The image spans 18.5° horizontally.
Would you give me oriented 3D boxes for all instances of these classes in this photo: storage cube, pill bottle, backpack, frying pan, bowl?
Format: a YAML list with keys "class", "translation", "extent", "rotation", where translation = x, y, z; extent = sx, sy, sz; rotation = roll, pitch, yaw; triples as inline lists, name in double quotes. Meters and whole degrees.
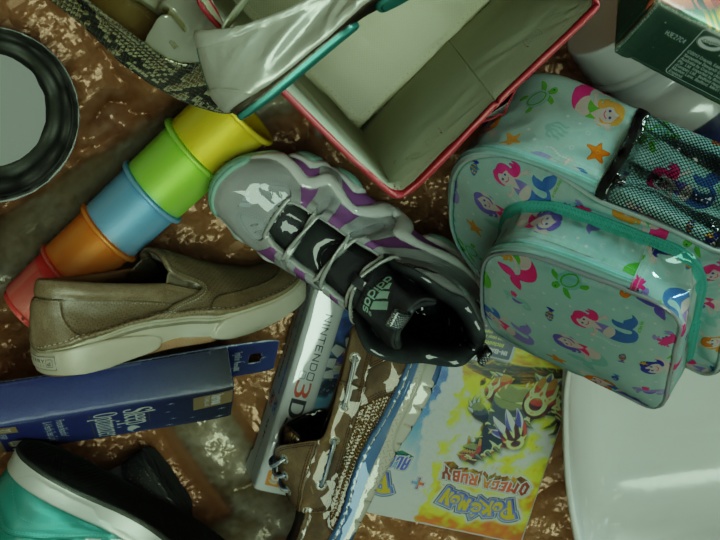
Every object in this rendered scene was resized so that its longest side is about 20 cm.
- class: "storage cube"
  translation: [0.010, -0.180, 1.342]
  extent: [0.171, 0.180, 0.200]
  rotation: [-44, 111, 7]
- class: "pill bottle"
  translation: [0.225, -0.093, 1.440]
  extent: [0.120, 0.120, 0.200]
  rotation: [-37, 111, 5]
- class: "backpack"
  translation: [0.148, -0.022, 1.359]
  extent: [0.200, 0.178, 0.151]
  rotation: [31, 66, 16]
- class: "frying pan"
  translation: [-0.225, -0.066, 1.419]
  extent: [0.115, 0.031, 0.191]
  rotation: [-19, 110, -3]
- class: "bowl"
  translation: [0.230, 0.103, 1.502]
  extent: [0.199, 0.075, 0.201]
  rotation: [-8, 118, -2]

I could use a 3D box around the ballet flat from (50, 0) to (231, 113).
- class: "ballet flat"
  translation: [-0.142, -0.169, 1.352]
  extent: [0.200, 0.075, 0.068]
  rotation: [35, 61, -3]

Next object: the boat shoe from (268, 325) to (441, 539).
- class: "boat shoe"
  translation: [-0.021, 0.124, 1.463]
  extent: [0.072, 0.072, 0.200]
  rotation: [26, 101, -6]

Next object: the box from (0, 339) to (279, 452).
- class: "box"
  translation: [-0.150, 0.083, 1.443]
  extent: [0.199, 0.121, 0.033]
  rotation: [-10, 79, -6]

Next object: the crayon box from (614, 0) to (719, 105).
- class: "crayon box"
  translation: [0.223, -0.191, 1.366]
  extent: [0.127, 0.200, 0.051]
  rotation: [24, 136, -18]

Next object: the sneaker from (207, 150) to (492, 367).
- class: "sneaker"
  translation: [0.000, 0.000, 1.377]
  extent: [0.200, 0.140, 0.078]
  rotation: [24, 109, -16]

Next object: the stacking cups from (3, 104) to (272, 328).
- class: "stacking cups"
  translation: [-0.145, -0.036, 1.435]
  extent: [0.200, 0.061, 0.060]
  rotation: [-44, 110, 11]

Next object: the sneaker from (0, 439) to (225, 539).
- class: "sneaker"
  translation: [-0.166, 0.209, 1.447]
  extent: [0.200, 0.084, 0.121]
  rotation: [31, 103, -8]

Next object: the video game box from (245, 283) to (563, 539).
- class: "video game box"
  translation: [0.042, 0.081, 1.512]
  extent: [0.199, 0.047, 0.183]
  rotation: [13, 109, -13]

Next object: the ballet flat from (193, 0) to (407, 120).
- class: "ballet flat"
  translation: [-0.007, -0.161, 1.221]
  extent: [0.200, 0.069, 0.070]
  rotation: [-33, 111, 4]

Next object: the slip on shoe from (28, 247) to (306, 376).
- class: "slip on shoe"
  translation: [-0.122, 0.014, 1.419]
  extent: [0.200, 0.076, 0.061]
  rotation: [-14, 105, -29]

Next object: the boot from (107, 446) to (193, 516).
- class: "boot"
  translation: [-0.151, 0.229, 1.528]
  extent: [0.131, 0.070, 0.200]
  rotation: [-31, 100, 6]
